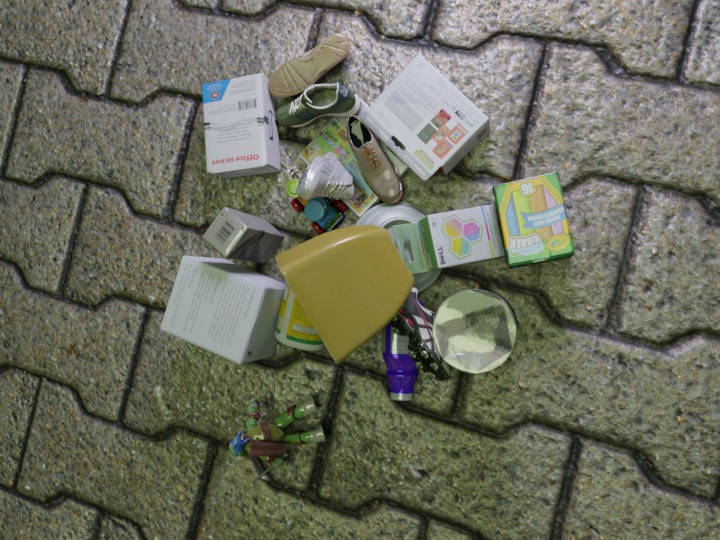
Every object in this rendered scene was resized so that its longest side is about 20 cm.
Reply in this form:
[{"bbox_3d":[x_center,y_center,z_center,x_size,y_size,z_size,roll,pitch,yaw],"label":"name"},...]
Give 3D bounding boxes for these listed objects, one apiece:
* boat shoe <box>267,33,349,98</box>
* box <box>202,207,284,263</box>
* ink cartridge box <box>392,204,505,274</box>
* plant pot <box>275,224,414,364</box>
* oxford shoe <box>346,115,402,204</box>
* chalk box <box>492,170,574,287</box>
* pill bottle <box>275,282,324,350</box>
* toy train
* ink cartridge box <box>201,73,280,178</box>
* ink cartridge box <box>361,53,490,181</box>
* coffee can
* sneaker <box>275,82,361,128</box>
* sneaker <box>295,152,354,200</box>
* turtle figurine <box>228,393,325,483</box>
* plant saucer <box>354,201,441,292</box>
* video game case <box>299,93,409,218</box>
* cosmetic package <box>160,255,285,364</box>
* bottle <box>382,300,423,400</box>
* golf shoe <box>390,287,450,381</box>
[{"bbox_3d":[-0.108,-0.439,1.310,0.200,0.065,0.072,-32,98,12],"label":"boat shoe"},{"bbox_3d":[-0.238,-0.069,1.259,0.068,0.200,0.082,40,98,12],"label":"box"},{"bbox_3d":[0.173,-0.059,1.178,0.199,0.059,0.104,-10,85,-16],"label":"ink cartridge box"},{"bbox_3d":[-0.019,0.016,1.106,0.199,0.196,0.195,-31,102,-4],"label":"plant pot"},{"bbox_3d":[0.020,-0.225,1.236,0.070,0.075,0.201,-32,78,10],"label":"oxford shoe"},{"bbox_3d":[0.332,-0.070,1.150,0.123,0.125,0.201,-12,86,14],"label":"chalk box"},{"bbox_3d":[-0.104,0.054,1.254,0.112,0.113,0.201,16,99,15],"label":"pill bottle"},{"bbox_3d":[-0.127,-0.169,1.277,0.085,0.116,0.200,-45,78,8],"label":"toy train"},{"bbox_3d":[-0.262,-0.313,1.334,0.145,0.084,0.201,-4,88,15],"label":"ink cartridge box"},{"bbox_3d":[0.131,-0.299,1.230,0.176,0.084,0.200,-44,78,7],"label":"ink cartridge box"},{"bbox_3d":[0.219,0.108,1.132,0.146,0.200,0.147,0,88,14],"label":"coffee can"},{"bbox_3d":[-0.106,-0.358,1.279,0.199,0.090,0.067,-3,77,23],"label":"sneaker"},{"bbox_3d":[-0.058,-0.176,1.202,0.099,0.200,0.078,36,119,0],"label":"sneaker"},{"bbox_3d":[-0.181,0.339,1.295,0.193,0.200,0.144,-17,60,-6],"label":"turtle figurine"},{"bbox_3d":[0.079,-0.049,1.218,0.199,0.050,0.201,1,77,-5],"label":"plant saucer"},{"bbox_3d":[-0.005,-0.245,1.297,0.182,0.023,0.200,-46,79,9],"label":"video game case"},{"bbox_3d":[-0.277,0.080,1.282,0.199,0.166,0.168,21,93,15],"label":"cosmetic package"},{"bbox_3d":[0.086,0.160,1.229,0.083,0.065,0.201,1,89,-16],"label":"bottle"},{"bbox_3d":[0.127,0.126,1.173,0.088,0.077,0.200,-42,107,-28],"label":"golf shoe"}]
